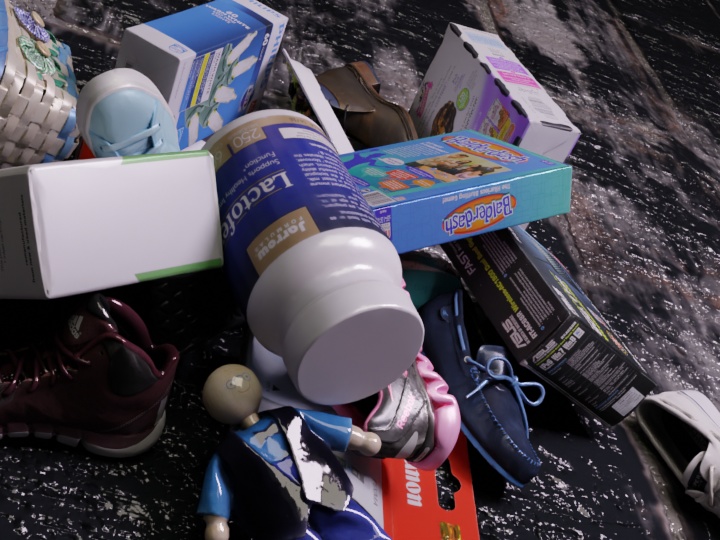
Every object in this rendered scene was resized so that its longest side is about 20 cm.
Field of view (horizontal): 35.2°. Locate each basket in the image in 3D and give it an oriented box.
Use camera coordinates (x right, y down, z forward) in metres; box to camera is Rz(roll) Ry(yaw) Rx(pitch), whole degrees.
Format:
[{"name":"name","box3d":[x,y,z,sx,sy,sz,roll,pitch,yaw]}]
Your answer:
[{"name":"basket","box3d":[-0.335,-0.163,0.938,0.198,0.140,0.177,15,32,-36]}]

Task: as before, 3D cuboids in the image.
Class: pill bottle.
[{"name":"pill bottle","box3d":[-0.039,-0.011,0.796,0.115,0.116,0.201,1,42,-35]}]

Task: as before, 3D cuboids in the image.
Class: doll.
[{"name":"doll","box3d":[-0.036,0.145,0.734,0.136,0.049,0.201,-31,75,-27]}]

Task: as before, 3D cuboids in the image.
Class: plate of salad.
[{"name":"plate of salad","box3d":[-0.036,-0.122,1.110,0.202,0.048,0.200,63,2,-4]}]

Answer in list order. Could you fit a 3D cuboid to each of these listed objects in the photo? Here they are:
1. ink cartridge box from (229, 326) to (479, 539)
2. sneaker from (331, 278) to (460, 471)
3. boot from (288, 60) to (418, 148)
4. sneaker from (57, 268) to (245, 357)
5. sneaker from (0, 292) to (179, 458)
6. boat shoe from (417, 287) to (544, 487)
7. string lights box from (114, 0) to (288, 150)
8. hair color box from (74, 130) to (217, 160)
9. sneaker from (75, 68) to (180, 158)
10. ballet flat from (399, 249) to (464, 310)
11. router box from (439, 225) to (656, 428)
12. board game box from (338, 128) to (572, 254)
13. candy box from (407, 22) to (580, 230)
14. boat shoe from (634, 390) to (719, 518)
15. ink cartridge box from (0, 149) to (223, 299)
[{"name":"ink cartridge box","box3d":[0.001,0.125,0.849,0.198,0.048,0.161,17,32,-12]},{"name":"sneaker","box3d":[-0.004,0.059,0.844,0.095,0.079,0.201,2,44,-35]},{"name":"boot","box3d":[-0.006,-0.158,1.262,0.096,0.075,0.201,-12,44,-21]},{"name":"sneaker","box3d":[-0.145,0.029,0.885,0.198,0.073,0.082,-16,6,-33]},{"name":"sneaker","box3d":[-0.210,0.053,0.729,0.198,0.116,0.076,9,40,-26]},{"name":"boat shoe","box3d":[0.098,0.084,0.937,0.084,0.068,0.201,39,15,-49]},{"name":"string lights box","box3d":[-0.145,-0.176,1.012,0.059,0.104,0.200,29,30,11]},{"name":"hair color box","box3d":[-0.158,-0.094,1.041,0.198,0.064,0.111,16,31,-19]},{"name":"sneaker","box3d":[-0.162,-0.072,0.896,0.073,0.201,0.082,-31,60,-11]},{"name":"ballet flat","box3d":[0.000,0.000,1.032,0.198,0.076,0.064,20,0,-18]},{"name":"router box","box3d":[0.162,0.031,1.022,0.149,0.062,0.201,34,17,-39]},{"name":"board game box","box3d":[0.056,-0.070,0.969,0.198,0.046,0.152,-14,25,-27]},{"name":"candy box","box3d":[0.126,-0.139,1.215,0.071,0.169,0.201,6,37,-30]},{"name":"boat shoe","box3d":[0.309,0.176,0.982,0.065,0.072,0.201,2,38,-27]},{"name":"ink cartridge box","box3d":[-0.215,-0.031,0.790,0.199,0.085,0.144,-1,8,44]}]
